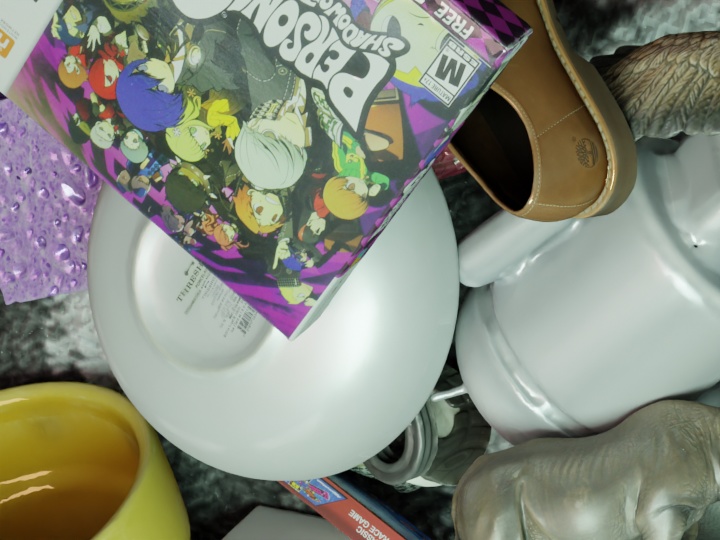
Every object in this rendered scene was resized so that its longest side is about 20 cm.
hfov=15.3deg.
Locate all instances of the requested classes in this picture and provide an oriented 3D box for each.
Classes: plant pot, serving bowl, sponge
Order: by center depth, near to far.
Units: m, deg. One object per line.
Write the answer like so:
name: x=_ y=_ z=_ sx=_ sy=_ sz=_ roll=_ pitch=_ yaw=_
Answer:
serving bowl: x=-0.054 y=0.003 z=1.261 sx=0.199 sy=0.066 sz=0.202 roll=3 pitch=97 yaw=31
sponge: x=-0.117 y=-0.051 z=1.395 sx=0.199 sy=0.030 sz=0.112 roll=-10 pitch=106 yaw=26
plant pot: x=-0.171 y=0.193 z=1.429 sx=0.199 sy=0.201 sz=0.190 roll=-5 pitch=123 yaw=25

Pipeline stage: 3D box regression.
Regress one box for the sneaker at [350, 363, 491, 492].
sneaker: x=-0.034 y=0.060 z=1.371 sx=0.199 sy=0.077 sz=0.089 roll=33 pitch=148 yaw=1

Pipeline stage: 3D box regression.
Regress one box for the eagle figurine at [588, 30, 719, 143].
eagle figurine: x=0.192 y=-0.112 z=1.183 sx=0.199 sy=0.152 sz=0.151 roll=22 pitch=137 yaw=9

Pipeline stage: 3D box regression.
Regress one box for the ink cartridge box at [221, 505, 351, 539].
ink cartridge box: x=-0.048 y=0.248 z=1.411 sx=0.083 sy=0.145 sz=0.201 roll=9 pitch=113 yaw=21

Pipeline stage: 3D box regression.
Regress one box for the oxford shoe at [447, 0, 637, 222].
oxford shoe: x=0.042 y=-0.106 z=1.178 sx=0.201 sy=0.071 sz=0.071 roll=56 pitch=132 yaw=21

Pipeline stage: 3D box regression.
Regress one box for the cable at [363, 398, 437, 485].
cable: x=0.000 y=0.000 z=1.305 sx=0.097 sy=0.050 sz=0.201 roll=-33 pitch=86 yaw=32

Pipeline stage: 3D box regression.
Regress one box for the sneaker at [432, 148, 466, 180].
sneaker: x=0.049 y=-0.132 z=1.273 sx=0.075 sy=0.080 sz=0.201 roll=39 pitch=124 yaw=38

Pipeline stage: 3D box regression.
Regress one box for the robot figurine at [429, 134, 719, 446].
robot figurine: x=0.124 y=0.016 z=1.266 sx=0.169 sy=0.113 sz=0.200 roll=34 pitch=123 yaw=-25

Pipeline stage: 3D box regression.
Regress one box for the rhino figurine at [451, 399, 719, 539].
rhino figurine: x=0.134 y=0.106 z=1.222 sx=0.199 sy=0.060 sz=0.088 roll=-16 pitch=77 yaw=4

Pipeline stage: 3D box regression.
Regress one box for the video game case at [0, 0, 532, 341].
video game case: x=-0.054 y=-0.098 z=1.151 sx=0.200 sy=0.036 sz=0.182 roll=41 pitch=122 yaw=4

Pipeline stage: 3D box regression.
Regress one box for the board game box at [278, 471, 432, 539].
board game box: x=0.019 y=0.138 z=1.355 sx=0.200 sy=0.103 sz=0.019 roll=37 pitch=92 yaw=15

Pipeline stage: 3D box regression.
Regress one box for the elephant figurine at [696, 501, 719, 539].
elephant figurine: x=0.155 y=0.170 z=1.294 sx=0.199 sy=0.142 sz=0.156 roll=31 pitch=124 yaw=6
